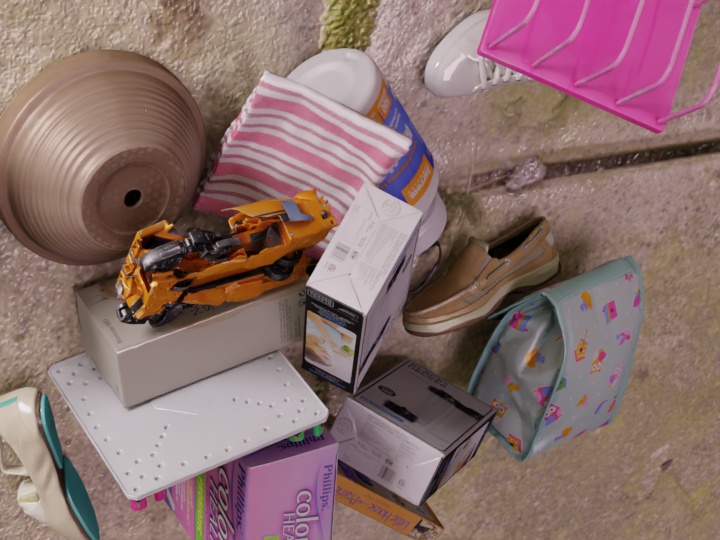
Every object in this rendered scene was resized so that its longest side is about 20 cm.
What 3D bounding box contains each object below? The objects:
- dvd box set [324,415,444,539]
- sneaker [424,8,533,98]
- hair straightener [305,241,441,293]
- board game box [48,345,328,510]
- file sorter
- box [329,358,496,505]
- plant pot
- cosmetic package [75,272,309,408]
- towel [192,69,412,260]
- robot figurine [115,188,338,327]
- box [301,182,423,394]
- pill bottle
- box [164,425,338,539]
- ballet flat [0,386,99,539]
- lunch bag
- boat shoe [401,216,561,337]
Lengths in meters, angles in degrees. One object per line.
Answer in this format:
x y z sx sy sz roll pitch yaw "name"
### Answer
-0.012 0.200 1.769 0.029 0.146 0.200 -48 134 10 "dvd box set"
0.159 -0.214 1.663 0.199 0.085 0.073 -27 132 -16 "sneaker"
0.000 0.000 1.729 0.199 0.041 0.078 -12 124 -33 "hair straightener"
-0.160 0.119 1.578 0.199 0.200 0.026 -21 132 -22 "board game box"
0.236 -0.239 1.589 0.199 0.125 0.140 22 78 -13 "file sorter"
0.053 0.159 1.737 0.060 0.116 0.200 -64 165 16 "box"
-0.215 -0.081 1.488 0.200 0.093 0.202 -17 127 -24 "plant pot"
-0.153 0.040 1.598 0.199 0.104 0.074 -21 133 -24 "cosmetic package"
-0.056 -0.088 1.532 0.145 0.030 0.200 22 143 -13 "towel"
-0.125 -0.011 1.500 0.199 0.059 0.145 -13 156 -29 "robot figurine"
-0.001 0.020 1.559 0.117 0.060 0.200 -60 171 -23 "box"
0.007 -0.102 1.611 0.112 0.112 0.200 -41 132 -5 "pill bottle"
-0.112 0.194 1.660 0.096 0.200 0.177 -13 126 -27 "box"
-0.304 0.192 1.630 0.069 0.069 0.201 -26 128 -18 "ballet flat"
0.217 0.082 1.848 0.170 0.122 0.201 -18 134 -43 "lunch bag"
0.121 0.000 1.793 0.199 0.071 0.077 -29 121 -29 "boat shoe"
